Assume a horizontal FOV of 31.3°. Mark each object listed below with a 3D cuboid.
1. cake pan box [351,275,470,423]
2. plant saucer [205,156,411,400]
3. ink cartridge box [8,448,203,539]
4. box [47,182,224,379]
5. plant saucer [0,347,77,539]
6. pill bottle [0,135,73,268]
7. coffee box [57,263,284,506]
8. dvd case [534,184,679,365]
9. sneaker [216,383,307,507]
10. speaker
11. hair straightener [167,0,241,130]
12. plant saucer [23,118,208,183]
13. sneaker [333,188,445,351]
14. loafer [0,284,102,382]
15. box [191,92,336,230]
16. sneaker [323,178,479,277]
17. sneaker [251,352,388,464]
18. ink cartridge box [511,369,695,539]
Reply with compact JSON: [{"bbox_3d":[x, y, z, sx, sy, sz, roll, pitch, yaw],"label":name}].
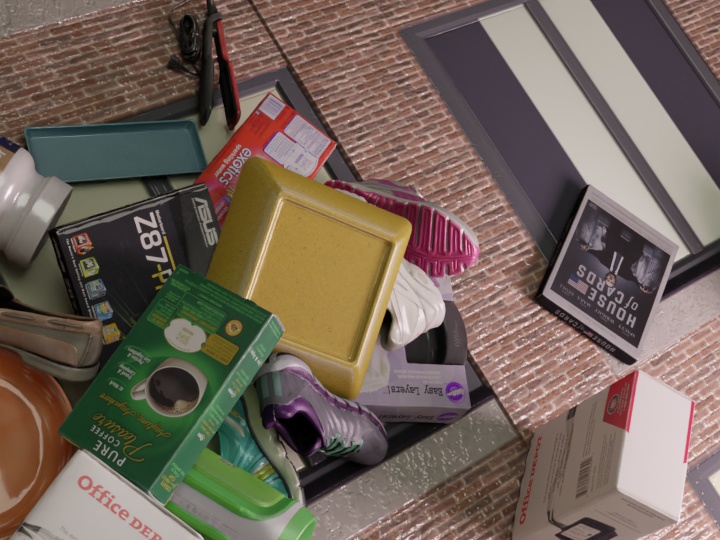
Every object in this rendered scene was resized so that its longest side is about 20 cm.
[{"bbox_3d":[0.022,0.075,1.432,0.198,0.052,0.186,6,64,-24],"label":"cake pan box"},{"bbox_3d":[-0.051,0.010,1.296,0.198,0.048,0.202,21,83,-22],"label":"plant saucer"},{"bbox_3d":[-0.251,0.280,1.129,0.144,0.084,0.201,38,72,-4],"label":"ink cartridge box"},{"bbox_3d":[-0.203,0.031,1.281,0.160,0.049,0.202,-19,99,-24],"label":"box"},{"bbox_3d":[-0.365,0.163,1.199,0.198,0.037,0.202,12,58,-21],"label":"plant saucer"},{"bbox_3d":[-0.394,-0.090,1.272,0.199,0.116,0.116,29,55,-10],"label":"pill bottle"},{"bbox_3d":[-0.176,0.103,1.198,0.122,0.044,0.201,25,71,25],"label":"coffee box"},{"bbox_3d":[0.315,0.003,1.631,0.150,0.025,0.201,34,54,-6],"label":"dvd case"},{"bbox_3d":[-0.106,0.210,1.294,0.079,0.078,0.201,-24,71,-13],"label":"sneaker"},{"bbox_3d":[-0.144,0.217,1.221,0.199,0.089,0.089,28,53,13],"label":"speaker"},{"bbox_3d":[-0.188,-0.257,1.510,0.076,0.041,0.202,4,63,-25],"label":"hair straightener"},{"bbox_3d":[-0.268,-0.129,1.416,0.198,0.019,0.070,-7,68,-28],"label":"plant saucer"},{"bbox_3d":[0.000,0.000,1.386,0.099,0.078,0.200,-38,83,-33],"label":"sneaker"},{"bbox_3d":[-0.334,0.042,1.228,0.198,0.063,0.072,21,16,9],"label":"loafer"},{"bbox_3d":[-0.124,-0.085,1.415,0.099,0.096,0.201,36,55,-4],"label":"box"},{"bbox_3d":[0.053,-0.060,1.464,0.199,0.082,0.088,26,27,23],"label":"sneaker"},{"bbox_3d":[-0.041,0.167,1.297,0.200,0.074,0.088,39,31,-37],"label":"sneaker"},{"bbox_3d":[0.258,0.217,1.380,0.084,0.200,0.146,28,55,-13],"label":"ink cartridge box"}]
